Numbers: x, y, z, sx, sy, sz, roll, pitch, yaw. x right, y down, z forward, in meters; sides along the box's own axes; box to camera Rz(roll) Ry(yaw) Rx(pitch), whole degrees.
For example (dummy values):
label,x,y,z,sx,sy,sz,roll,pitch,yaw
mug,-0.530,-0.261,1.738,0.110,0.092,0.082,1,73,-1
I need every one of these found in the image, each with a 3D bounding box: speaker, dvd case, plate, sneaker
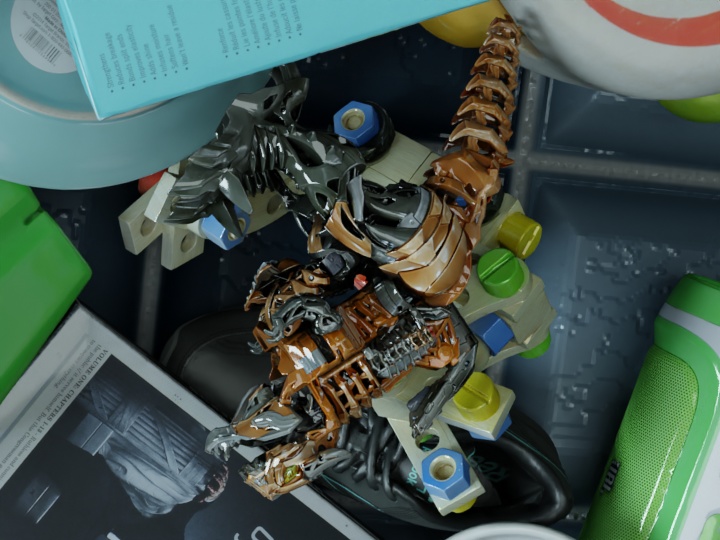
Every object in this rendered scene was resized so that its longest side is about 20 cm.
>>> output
label,x,y,z,sx,sy,sz,roll,pitch,yaw
speaker,0.150,0.107,1.000,0.088,0.088,0.201,18,95,-15
dvd case,-0.096,0.128,0.931,0.200,0.025,0.150,40,88,-22
plate,-0.105,-0.127,0.838,0.200,0.026,0.201,-8,108,-24
sneaker,0.007,0.068,0.967,0.199,0.079,0.076,18,95,-13

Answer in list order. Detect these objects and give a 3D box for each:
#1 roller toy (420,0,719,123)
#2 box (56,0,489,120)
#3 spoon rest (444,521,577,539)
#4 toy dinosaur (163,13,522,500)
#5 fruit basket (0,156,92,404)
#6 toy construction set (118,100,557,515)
label,x,y,z,sx,sy,sz,roll,pitch,yaw
roller toy,0.120,-0.167,0.919,0.199,0.140,0.183,15,95,-14
box,-0.012,-0.112,0.800,0.199,0.082,0.049,-18,105,-6
spoon rest,0.050,0.195,0.970,0.099,0.061,0.200,16,119,-9
toy dinosaur,-0.003,-0.012,0.848,0.136,0.102,0.200,35,59,-1
fruit basket,-0.244,0.002,0.875,0.215,0.155,0.216,1,88,-26
toy construction set,0.000,0.000,0.925,0.200,0.092,0.131,34,78,14
